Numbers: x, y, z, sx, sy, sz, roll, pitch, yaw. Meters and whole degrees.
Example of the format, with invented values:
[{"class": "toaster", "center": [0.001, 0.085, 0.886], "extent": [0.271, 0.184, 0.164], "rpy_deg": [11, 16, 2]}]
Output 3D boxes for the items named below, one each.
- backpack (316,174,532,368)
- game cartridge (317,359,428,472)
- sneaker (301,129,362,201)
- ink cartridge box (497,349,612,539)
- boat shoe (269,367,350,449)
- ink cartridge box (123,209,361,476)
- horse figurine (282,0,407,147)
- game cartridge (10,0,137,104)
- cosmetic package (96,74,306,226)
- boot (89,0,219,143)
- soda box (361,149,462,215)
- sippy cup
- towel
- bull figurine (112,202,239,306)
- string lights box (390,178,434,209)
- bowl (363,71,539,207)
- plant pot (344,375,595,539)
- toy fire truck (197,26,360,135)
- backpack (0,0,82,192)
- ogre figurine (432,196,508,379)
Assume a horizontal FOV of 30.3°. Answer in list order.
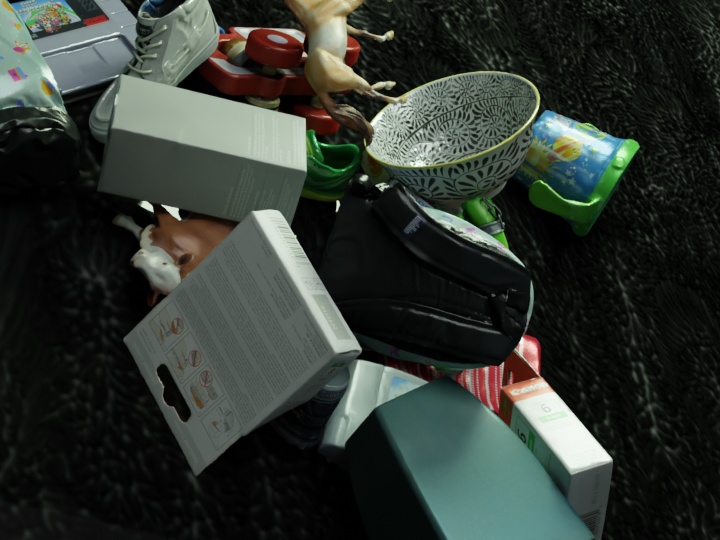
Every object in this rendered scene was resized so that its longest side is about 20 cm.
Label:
[{"class": "backpack", "center": [0.064, 0.011, 1.242], "extent": [0.200, 0.167, 0.127], "rpy_deg": [19, 9, 4]}, {"class": "game cartridge", "center": [0.058, 0.172, 1.351], "extent": [0.200, 0.040, 0.134], "rpy_deg": [27, 39, -12]}, {"class": "sneaker", "center": [-0.085, -0.125, 1.474], "extent": [0.200, 0.084, 0.074], "rpy_deg": [-2, 53, -37]}, {"class": "ink cartridge box", "center": [0.168, 0.169, 1.293], "extent": [0.050, 0.109, 0.200], "rpy_deg": [-13, 37, -20]}, {"class": "boat shoe", "center": [-0.084, 0.079, 1.305], "extent": [0.071, 0.091, 0.200], "rpy_deg": [1, 39, -34]}, {"class": "ink cartridge box", "center": [-0.111, 0.067, 1.216], "extent": [0.050, 0.200, 0.161], "rpy_deg": [1, 52, -54]}, {"class": "horse figurine", "center": [-0.019, -0.239, 1.463], "extent": [0.132, 0.050, 0.201], "rpy_deg": [3, 71, -22]}, {"class": "game cartridge", "center": [-0.320, -0.247, 1.460], "extent": [0.200, 0.038, 0.130], "rpy_deg": [-28, 77, -46]}, {"class": "cosmetic package", "center": [-0.157, -0.118, 1.338], "extent": [0.199, 0.090, 0.107], "rpy_deg": [11, 37, -9]}, {"class": "boot", "center": [-0.229, -0.232, 1.421], "extent": [0.073, 0.096, 0.200], "rpy_deg": [21, 58, 24]}, {"class": "soda box", "center": [0.074, -0.075, 1.557], "extent": [0.068, 0.064, 0.200], "rpy_deg": [-4, 57, -37]}, {"class": "sippy cup", "center": [0.266, -0.133, 1.700], "extent": [0.130, 0.140, 0.178], "rpy_deg": [31, 2, 8]}, {"class": "towel", "center": [0.113, 0.095, 1.466], "extent": [0.200, 0.022, 0.145], "rpy_deg": [23, 43, -16]}, {"class": "bull figurine", "center": [-0.173, -0.035, 1.348], "extent": [0.200, 0.065, 0.121], "rpy_deg": [-18, 59, -48]}, {"class": "string lights box", "center": [0.000, 0.000, 1.410], "extent": [0.059, 0.103, 0.200], "rpy_deg": [36, 42, -3]}, {"class": "bowl", "center": [0.113, -0.133, 1.491], "extent": [0.201, 0.200, 0.094], "rpy_deg": [-65, 142, -47]}, {"class": "plant pot", "center": [0.081, 0.212, 1.227], "extent": [0.141, 0.141, 0.200], "rpy_deg": [-22, 71, -32]}, {"class": "toy fire truck", "center": [-0.108, -0.241, 1.561], "extent": [0.200, 0.112, 0.168], "rpy_deg": [-8, 35, -39]}, {"class": "backpack", "center": [-0.370, -0.174, 1.292], "extent": [0.167, 0.127, 0.200], "rpy_deg": [-11, 58, -37]}, {"class": "ogre figurine", "center": [0.102, 0.026, 1.420], "extent": [0.120, 0.098, 0.200], "rpy_deg": [44, 54, -10]}]
